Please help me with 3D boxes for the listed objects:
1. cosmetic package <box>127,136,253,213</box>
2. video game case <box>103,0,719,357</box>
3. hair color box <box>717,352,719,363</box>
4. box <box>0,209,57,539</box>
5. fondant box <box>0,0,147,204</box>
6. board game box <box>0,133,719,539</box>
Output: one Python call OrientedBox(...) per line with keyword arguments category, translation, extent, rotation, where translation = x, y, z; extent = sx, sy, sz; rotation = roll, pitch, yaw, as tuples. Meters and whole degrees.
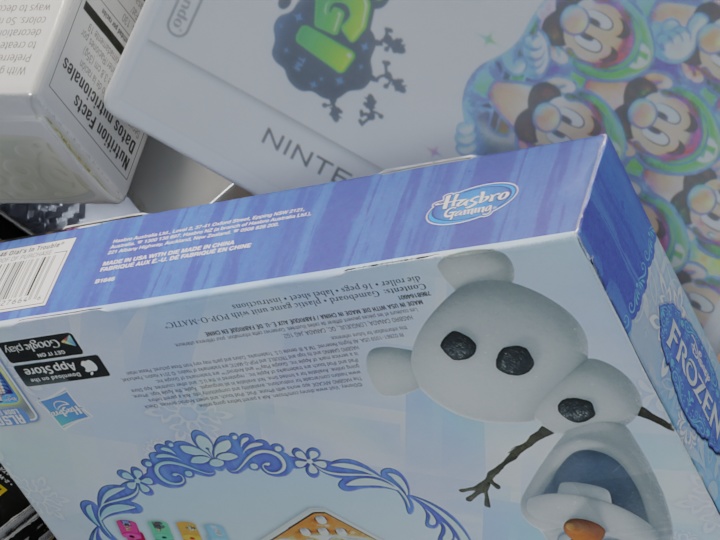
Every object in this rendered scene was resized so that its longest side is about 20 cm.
OrientedBox(category="cosmetic package", translation=(0.001, -0.094, 0.893), extent=(0.200, 0.081, 0.113), rotation=(-40, 61, 6))
OrientedBox(category="video game case", translation=(0.048, -0.082, 0.744), extent=(0.182, 0.024, 0.200), rotation=(30, 117, 5))
OrientedBox(category="hair color box", translation=(0.059, 0.035, 0.856), extent=(0.200, 0.060, 0.100), rotation=(-26, 72, 37))
OrientedBox(category="box", translation=(-0.164, 0.022, 0.874), extent=(0.200, 0.160, 0.049), rotation=(33, 125, 12))
OrientedBox(category="fondant box", translation=(-0.114, -0.117, 0.866), extent=(0.144, 0.058, 0.200), rotation=(1, 57, 28))
OrientedBox(category="board game box", translation=(0.010, 0.062, 0.789), extent=(0.200, 0.043, 0.199), rotation=(-8, 130, 28))
